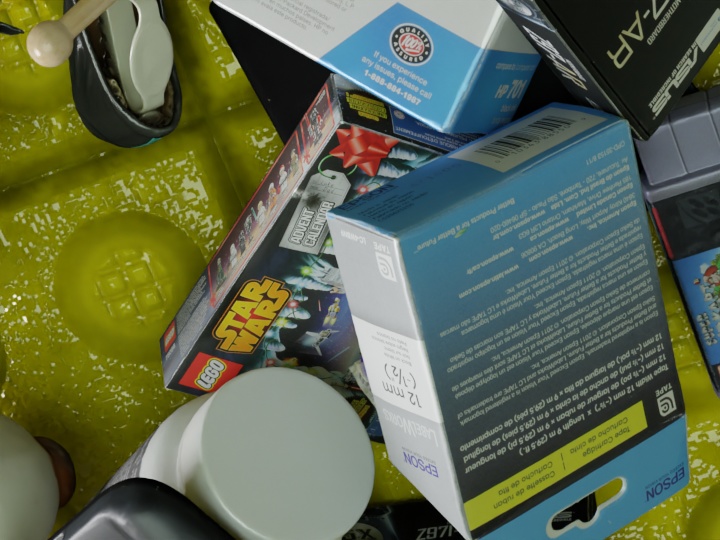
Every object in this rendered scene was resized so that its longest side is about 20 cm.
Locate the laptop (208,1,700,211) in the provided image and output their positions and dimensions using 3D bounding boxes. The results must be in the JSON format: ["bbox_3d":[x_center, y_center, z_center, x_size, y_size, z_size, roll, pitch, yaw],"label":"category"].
[{"bbox_3d":[0.059,-0.103,1.230,0.187,0.116,0.200,-34,74,16],"label":"laptop"}]

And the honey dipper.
[{"bbox_3d":[-0.088,-0.170,1.156,0.200,0.038,0.038,-45,102,-12],"label":"honey dipper"}]

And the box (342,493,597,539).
[{"bbox_3d":[0.064,0.233,1.310,0.163,0.086,0.201,-9,110,9],"label":"box"}]

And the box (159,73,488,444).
[{"bbox_3d":[0.000,0.000,1.207,0.136,0.040,0.200,16,129,-24],"label":"box"}]

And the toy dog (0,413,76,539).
[{"bbox_3d":[-0.236,0.168,1.273,0.194,0.139,0.201,34,110,40],"label":"toy dog"}]

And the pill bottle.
[{"bbox_3d":[-0.075,0.130,1.229,0.113,0.113,0.200,34,146,-7],"label":"pill bottle"}]

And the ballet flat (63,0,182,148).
[{"bbox_3d":[-0.123,-0.158,1.196,0.068,0.068,0.201,-25,116,-29],"label":"ballet flat"}]

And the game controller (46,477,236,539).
[{"bbox_3d":[-0.129,0.179,1.170,0.104,0.042,0.200,47,125,-3],"label":"game controller"}]

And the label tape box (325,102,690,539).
[{"bbox_3d":[0.076,0.039,1.127,0.143,0.066,0.201,-27,118,-28],"label":"label tape box"}]

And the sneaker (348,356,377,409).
[{"bbox_3d":[0.079,0.053,1.214,0.100,0.070,0.200,-49,143,16],"label":"sneaker"}]

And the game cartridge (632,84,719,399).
[{"bbox_3d":[0.226,-0.009,1.216,0.129,0.038,0.201,-20,117,9],"label":"game cartridge"}]

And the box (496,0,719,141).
[{"bbox_3d":[0.148,-0.178,1.085,0.043,0.160,0.200,34,86,33],"label":"box"}]

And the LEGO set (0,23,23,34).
[{"bbox_3d":[-0.280,-0.118,1.221,0.199,0.116,0.154,23,140,3],"label":"LEGO set"}]

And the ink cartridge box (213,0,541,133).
[{"bbox_3d":[0.040,-0.185,1.125,0.146,0.086,0.201,31,104,21],"label":"ink cartridge box"}]
